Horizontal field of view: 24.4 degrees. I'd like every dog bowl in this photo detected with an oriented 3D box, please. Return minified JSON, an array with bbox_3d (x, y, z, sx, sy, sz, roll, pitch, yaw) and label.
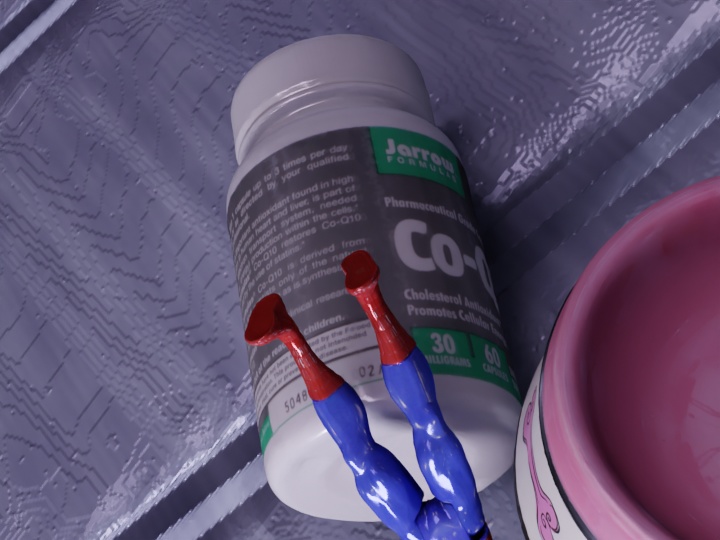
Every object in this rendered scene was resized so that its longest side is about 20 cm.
[{"bbox_3d":[0.150,0.050,0.576,0.199,0.074,0.201,-4,57,7],"label":"dog bowl"}]

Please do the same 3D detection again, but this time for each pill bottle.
[{"bbox_3d":[0.000,0.000,0.744,0.113,0.113,0.200,-28,54,24],"label":"pill bottle"}]

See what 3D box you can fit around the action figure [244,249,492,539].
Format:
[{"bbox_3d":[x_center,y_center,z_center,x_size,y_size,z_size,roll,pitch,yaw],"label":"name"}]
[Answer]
[{"bbox_3d":[0.028,0.101,0.617,0.065,0.200,0.099,-26,22,11],"label":"action figure"}]
